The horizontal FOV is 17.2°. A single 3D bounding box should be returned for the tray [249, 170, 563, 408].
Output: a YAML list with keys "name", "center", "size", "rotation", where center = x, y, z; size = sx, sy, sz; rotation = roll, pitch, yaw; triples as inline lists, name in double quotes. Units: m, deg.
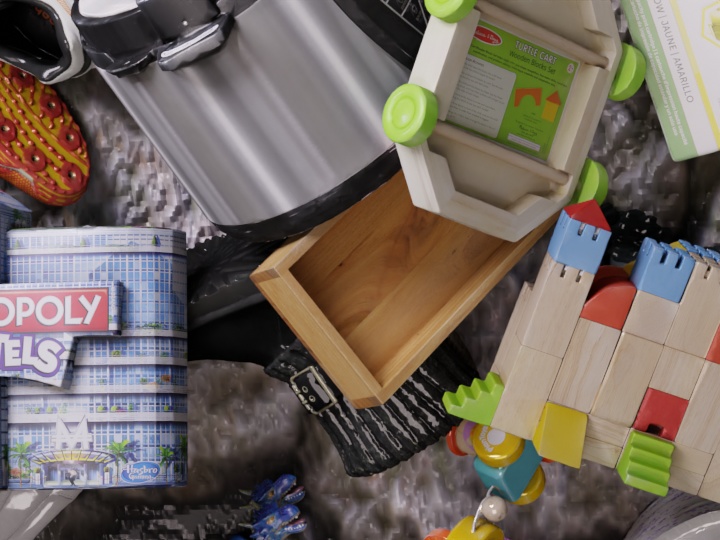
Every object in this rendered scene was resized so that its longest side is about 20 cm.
- name: "tray"
  center: [0.037, -0.025, 1.359]
  size: [0.099, 0.200, 0.037]
  rotation: [51, 152, -13]

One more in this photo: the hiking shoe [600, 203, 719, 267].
- name: "hiking shoe"
  center: [0.203, 0.031, 1.414]
  size: [0.199, 0.074, 0.087]
  rotation: [25, 124, 10]

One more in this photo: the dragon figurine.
- name: "dragon figurine"
  center: [-0.079, 0.211, 1.540]
  size: [0.099, 0.059, 0.200]
  rotation: [43, 124, -7]

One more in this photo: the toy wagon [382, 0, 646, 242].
- name: "toy wagon"
  center: [0.091, -0.119, 1.296]
  size: [0.040, 0.155, 0.201]
  rotation: [17, 89, 47]

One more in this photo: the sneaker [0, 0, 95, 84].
- name: "sneaker"
  center: [-0.231, -0.180, 1.401]
  size: [0.200, 0.080, 0.074]
  rotation: [31, 116, -1]

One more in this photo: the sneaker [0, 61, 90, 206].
- name: "sneaker"
  center: [-0.251, -0.102, 1.453]
  size: [0.200, 0.073, 0.077]
  rotation: [36, 136, -1]

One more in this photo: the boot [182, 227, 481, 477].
- name: "boot"
  center: [-0.042, 0.055, 1.437]
  size: [0.211, 0.080, 0.158]
  rotation: [-18, 119, 47]

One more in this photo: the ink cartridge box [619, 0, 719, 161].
- name: "ink cartridge box"
  center: [0.250, -0.157, 1.333]
  size: [0.199, 0.048, 0.146]
  rotation: [-15, 108, 19]

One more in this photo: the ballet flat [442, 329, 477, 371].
- name: "ballet flat"
  center: [0.000, 0.000, 1.449]
  size: [0.200, 0.046, 0.067]
  rotation: [42, 142, -10]

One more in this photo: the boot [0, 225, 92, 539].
- name: "boot"
  center: [-0.190, 0.076, 1.462]
  size: [0.095, 0.074, 0.200]
  rotation: [35, 92, -21]

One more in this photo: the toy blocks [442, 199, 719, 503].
- name: "toy blocks"
  center: [0.162, 0.042, 1.332]
  size: [0.199, 0.100, 0.137]
  rotation: [19, 102, -9]

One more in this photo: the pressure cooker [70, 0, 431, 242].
- name: "pressure cooker"
  center: [-0.062, -0.137, 1.317]
  size: [0.179, 0.176, 0.200]
  rotation: [-45, 114, -20]

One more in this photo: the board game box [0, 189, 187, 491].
- name: "board game box"
  center: [-0.203, 0.027, 1.382]
  size: [0.199, 0.062, 0.201]
  rotation: [-2, 86, 12]

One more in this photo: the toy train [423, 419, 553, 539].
- name: "toy train"
  center: [0.087, 0.146, 1.458]
  size: [0.055, 0.150, 0.201]
  rotation: [22, 109, 28]

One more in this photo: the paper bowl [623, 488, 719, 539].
- name: "paper bowl"
  center: [0.248, 0.228, 1.462]
  size: [0.200, 0.104, 0.201]
  rotation: [4, 112, 10]
